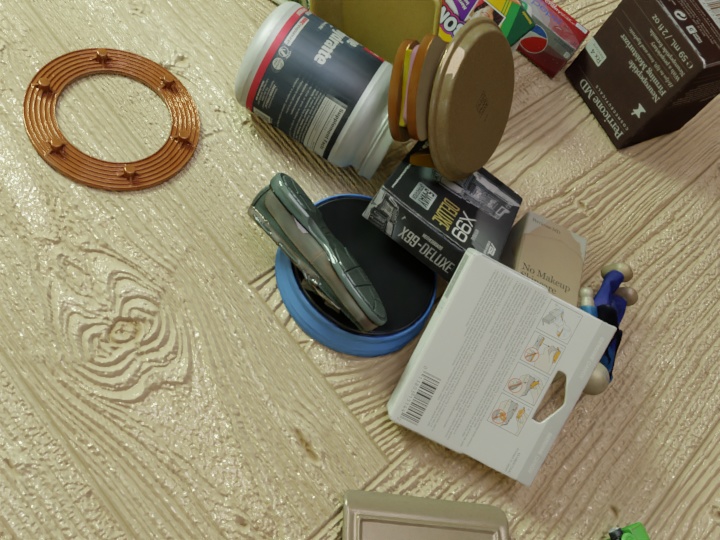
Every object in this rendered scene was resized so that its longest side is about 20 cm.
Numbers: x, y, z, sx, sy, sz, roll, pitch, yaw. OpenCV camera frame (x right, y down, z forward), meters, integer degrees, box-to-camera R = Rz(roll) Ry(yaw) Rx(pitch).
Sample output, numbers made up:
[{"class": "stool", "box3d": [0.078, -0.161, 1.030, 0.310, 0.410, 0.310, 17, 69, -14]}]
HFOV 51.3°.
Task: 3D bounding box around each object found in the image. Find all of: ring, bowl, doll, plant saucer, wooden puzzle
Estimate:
[{"class": "ring", "box3d": [-0.285, -0.182, 0.869, 0.198, 0.019, 0.202, 10, 59, -17]}, {"class": "bowl", "box3d": [0.000, 0.000, 0.877, 0.198, 0.039, 0.203, 10, 60, -17]}, {"class": "doll", "box3d": [0.298, 0.074, 0.926, 0.201, 0.048, 0.137, -56, 132, -42]}, {"class": "plant saucer", "box3d": [0.024, -0.308, 0.929, 0.199, 0.201, 0.048, 36, 66, 19]}, {"class": "wooden puzzle", "box3d": [0.065, 0.324, 0.734, 0.183, 0.037, 0.202, 11, 55, -16]}]

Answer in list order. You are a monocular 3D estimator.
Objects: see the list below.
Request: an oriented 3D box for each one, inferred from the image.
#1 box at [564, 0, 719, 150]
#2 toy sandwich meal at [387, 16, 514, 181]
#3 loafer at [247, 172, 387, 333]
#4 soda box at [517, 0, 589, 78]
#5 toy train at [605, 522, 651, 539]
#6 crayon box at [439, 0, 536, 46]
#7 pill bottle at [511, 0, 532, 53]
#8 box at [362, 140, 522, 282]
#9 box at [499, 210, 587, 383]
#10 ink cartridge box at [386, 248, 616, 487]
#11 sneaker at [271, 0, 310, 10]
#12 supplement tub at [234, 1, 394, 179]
[{"class": "box", "box3d": [0.461, -0.322, 1.147, 0.163, 0.200, 0.167, -20, 72, -30]}, {"class": "toy sandwich meal", "box3d": [0.108, -0.198, 0.870, 0.070, 0.207, 0.205, 19, 48, 32]}, {"class": "loafer", "box3d": [-0.048, -0.011, 0.812, 0.201, 0.063, 0.072, 55, 15, 11]}, {"class": "soda box", "box3d": [0.258, -0.402, 1.184, 0.200, 0.070, 0.063, 40, 56, 2]}, {"class": "toy train", "box3d": [0.330, 0.374, 0.813, 0.056, 0.042, 0.202, -9, 66, -38]}, {"class": "crayon box", "box3d": [0.107, -0.353, 1.016, 0.172, 0.058, 0.200, -39, 100, 6]}, {"class": "pill bottle", "box3d": [0.140, -0.382, 1.098, 0.198, 0.113, 0.114, 27, 56, -7]}, {"class": "box", "box3d": [0.107, -0.078, 0.914, 0.157, 0.050, 0.200, 37, 37, -1]}, {"class": "box", "box3d": [0.209, 0.038, 0.920, 0.094, 0.078, 0.202, 24, 57, -8]}, {"class": "ink cartridge box", "box3d": [0.149, 0.105, 0.810, 0.175, 0.045, 0.202, 27, 96, -6]}, {"class": "sneaker", "box3d": [-0.079, -0.403, 1.032, 0.200, 0.089, 0.077, 43, 56, 4]}, {"class": "supplement tub", "box3d": [-0.040, -0.217, 0.916, 0.199, 0.141, 0.141, 32, 56, -4]}]
